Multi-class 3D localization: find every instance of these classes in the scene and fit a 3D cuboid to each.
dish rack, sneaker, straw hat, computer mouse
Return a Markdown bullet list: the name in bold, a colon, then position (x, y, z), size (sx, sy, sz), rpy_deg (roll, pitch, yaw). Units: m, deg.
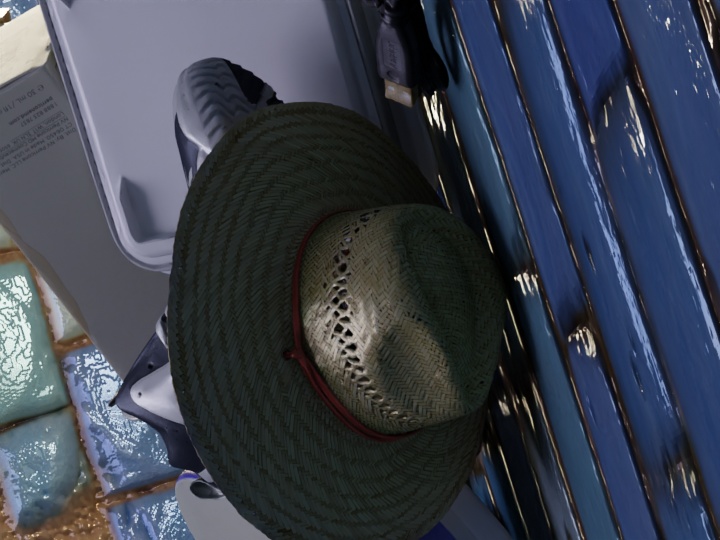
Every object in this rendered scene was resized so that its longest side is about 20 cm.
- **dish rack**: position (-0.066, -0.096, 1.355), size (0.044, 0.172, 0.200), rpy_deg (-42, -62, -63)
- **sneaker**: position (-0.071, 0.014, 1.327), size (0.199, 0.130, 0.079), rpy_deg (66, -152, -11)
- **straw hat**: position (0.015, 0.020, 1.247), size (0.085, 0.201, 0.201), rpy_deg (-13, 95, 45)
- **computer mouse**: position (-0.009, -0.161, 1.228), size (0.110, 0.044, 0.200), rpy_deg (71, 173, -50)

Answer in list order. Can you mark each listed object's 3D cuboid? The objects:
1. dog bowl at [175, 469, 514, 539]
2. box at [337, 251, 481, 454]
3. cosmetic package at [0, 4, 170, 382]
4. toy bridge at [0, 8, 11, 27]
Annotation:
- **dog bowl**: position (0.005, 0.147, 1.424), size (0.200, 0.079, 0.200), rpy_deg (43, 162, 18)
- **box**: position (0.000, 0.000, 1.520), size (0.100, 0.075, 0.200), rpy_deg (84, 170, -71)
- **cosmetic package**: position (-0.122, -0.030, 1.488), size (0.200, 0.073, 0.104), rpy_deg (55, -163, -21)
- **toy bridge**: position (-0.103, -0.121, 1.562), size (0.067, 0.200, 0.027), rpy_deg (-87, -3, -76)
